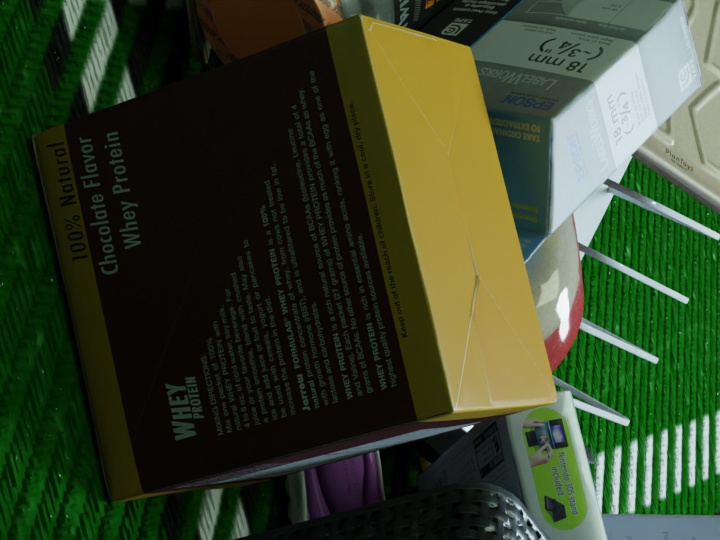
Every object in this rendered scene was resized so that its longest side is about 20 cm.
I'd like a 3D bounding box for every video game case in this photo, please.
[{"bbox_3d":[0.093,0.180,1.207,0.200,0.045,0.182,124,-44,-69],"label":"video game case"}]

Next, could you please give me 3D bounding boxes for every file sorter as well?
[{"bbox_3d":[0.152,-0.015,1.444,0.139,0.124,0.201,23,94,-50],"label":"file sorter"}]

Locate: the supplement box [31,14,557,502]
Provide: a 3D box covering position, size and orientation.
[{"bbox_3d":[-0.034,-0.001,1.099,0.133,0.199,0.198,3,72,-63],"label":"supplement box"}]

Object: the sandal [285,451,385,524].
[{"bbox_3d":[0.004,0.168,1.219,0.082,0.050,0.203,-16,86,-38],"label":"sandal"}]

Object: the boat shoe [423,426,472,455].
[{"bbox_3d":[0.073,0.090,1.334,0.201,0.072,0.060,36,65,-33],"label":"boat shoe"}]

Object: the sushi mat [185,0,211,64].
[{"bbox_3d":[-0.099,-0.219,1.220,0.200,0.012,0.096,82,13,-54],"label":"sushi mat"}]

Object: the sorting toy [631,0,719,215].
[{"bbox_3d":[0.207,-0.130,1.364,0.185,0.036,0.201,31,53,-25],"label":"sorting toy"}]

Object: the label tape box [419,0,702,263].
[{"bbox_3d":[0.077,-0.087,1.201,0.200,0.144,0.063,-44,130,-34],"label":"label tape box"}]

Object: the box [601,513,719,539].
[{"bbox_3d":[0.164,0.228,1.324,0.106,0.199,0.153,18,73,-61],"label":"box"}]

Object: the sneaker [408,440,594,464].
[{"bbox_3d":[0.087,0.103,1.442,0.200,0.060,0.104,34,15,-24],"label":"sneaker"}]

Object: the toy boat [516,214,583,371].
[{"bbox_3d":[0.069,0.021,1.234,0.200,0.130,0.131,-88,163,-61],"label":"toy boat"}]

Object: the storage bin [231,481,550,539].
[{"bbox_3d":[0.008,0.196,1.058,0.135,0.199,0.094,52,33,-36],"label":"storage bin"}]

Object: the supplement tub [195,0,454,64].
[{"bbox_3d":[-0.001,-0.191,1.266,0.200,0.122,0.123,-44,115,-39],"label":"supplement tub"}]
